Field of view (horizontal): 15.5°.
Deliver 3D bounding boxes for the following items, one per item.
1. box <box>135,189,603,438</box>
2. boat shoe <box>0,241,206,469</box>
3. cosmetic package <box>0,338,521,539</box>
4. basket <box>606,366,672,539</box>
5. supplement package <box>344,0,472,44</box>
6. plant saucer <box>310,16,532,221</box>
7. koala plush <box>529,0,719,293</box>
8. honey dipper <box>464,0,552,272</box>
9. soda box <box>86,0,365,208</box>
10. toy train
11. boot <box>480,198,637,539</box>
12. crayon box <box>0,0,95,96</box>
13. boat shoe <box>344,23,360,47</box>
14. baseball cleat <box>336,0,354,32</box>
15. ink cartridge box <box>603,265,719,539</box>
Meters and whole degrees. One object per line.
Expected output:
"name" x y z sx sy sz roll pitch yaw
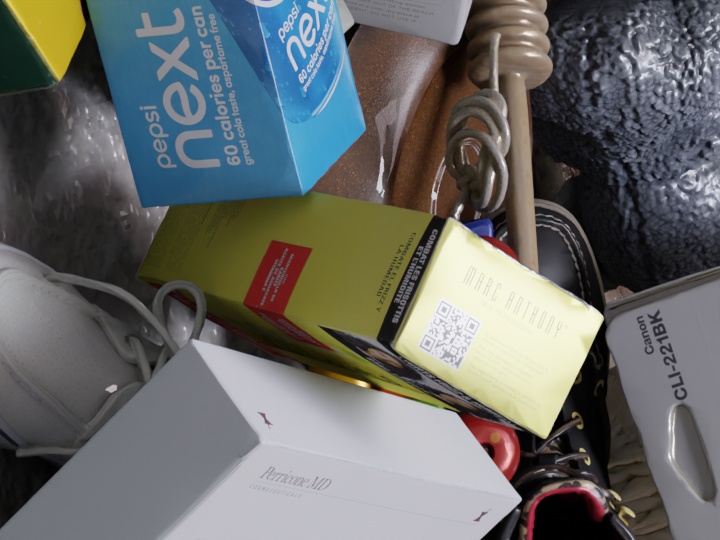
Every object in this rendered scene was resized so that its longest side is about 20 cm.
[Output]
"box" -0.003 0.008 0.942 0.075 0.200 0.050 31 82 -30
"boat shoe" -0.079 0.047 0.953 0.202 0.086 0.075 49 43 -48
"cosmetic package" -0.048 0.104 0.938 0.052 0.151 0.200 55 16 25
"basket" 0.149 0.121 1.317 0.124 0.135 0.200 68 25 -7
"supplement package" 0.006 -0.210 1.053 0.200 0.120 0.121 97 8 -52
"plant saucer" 0.033 -0.035 1.192 0.200 0.032 0.201 -34 129 -56
"koala plush" 0.148 -0.068 1.339 0.184 0.177 0.200 -57 142 -54
"honey dipper" 0.068 -0.034 1.120 0.038 0.038 0.200 33 48 -56
"soda box" -0.059 -0.126 0.921 0.064 0.068 0.200 -51 132 -56
"toy train" 0.000 0.000 1.081 0.115 0.085 0.200 2 87 -18
"boot" 0.080 0.079 1.141 0.151 0.073 0.200 -108 -159 -77
"crayon box" -0.137 -0.190 0.925 0.173 0.058 0.200 58 36 -39
"boat shoe" 0.007 -0.149 1.190 0.073 0.063 0.201 67 31 -28
"baseball cleat" -0.050 -0.123 0.996 0.106 0.070 0.200 -32 145 -20
"ink cartridge box" 0.199 0.065 1.206 0.200 0.084 0.145 -8 79 -64
